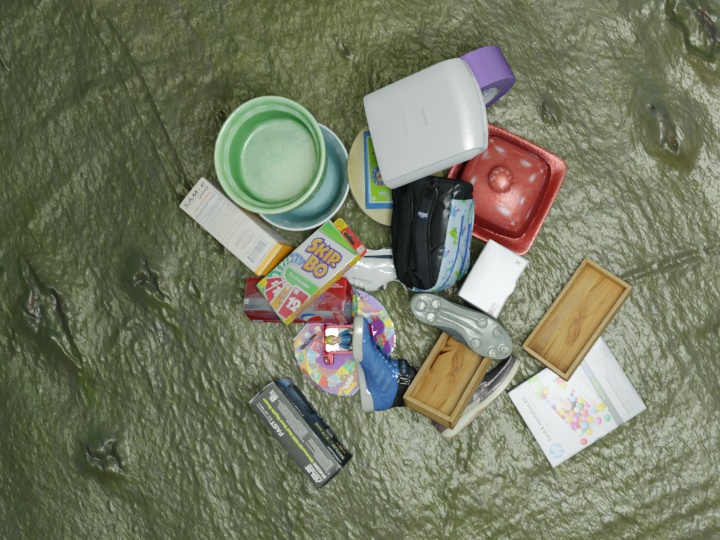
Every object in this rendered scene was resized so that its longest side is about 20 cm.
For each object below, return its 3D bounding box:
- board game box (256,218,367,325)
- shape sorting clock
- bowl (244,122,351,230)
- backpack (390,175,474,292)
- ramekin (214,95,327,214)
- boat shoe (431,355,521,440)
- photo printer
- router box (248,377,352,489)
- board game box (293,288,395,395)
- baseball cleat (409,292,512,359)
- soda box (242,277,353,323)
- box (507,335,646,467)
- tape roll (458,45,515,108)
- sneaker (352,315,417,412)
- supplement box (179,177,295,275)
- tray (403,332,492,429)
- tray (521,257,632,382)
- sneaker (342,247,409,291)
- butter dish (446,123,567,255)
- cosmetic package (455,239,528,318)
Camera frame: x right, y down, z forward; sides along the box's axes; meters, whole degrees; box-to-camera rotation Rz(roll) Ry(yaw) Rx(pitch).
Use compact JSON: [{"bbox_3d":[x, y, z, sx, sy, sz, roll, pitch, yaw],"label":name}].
[{"bbox_3d":[-0.087,-0.003,1.672,0.199,0.030,0.096,-41,63,-1],"label":"board game box"},{"bbox_3d":[0.063,-0.182,1.692,0.197,0.039,0.204,1,87,-27],"label":"shape sorting clock"},{"bbox_3d":[-0.107,-0.171,1.719,0.197,0.105,0.205,0,87,8],"label":"bowl"},{"bbox_3d":[0.126,-0.061,1.629,0.161,0.153,0.204,11,93,38],"label":"backpack"},{"bbox_3d":[-0.150,-0.196,1.624,0.196,0.098,0.204,0,88,8],"label":"ramekin"},{"bbox_3d":[0.207,0.221,1.679,0.065,0.072,0.200,44,100,2],"label":"boat shoe"},{"bbox_3d":[0.112,-0.245,1.522,0.197,0.069,0.170,-17,82,29],"label":"photo printer"},{"bbox_3d":[-0.105,0.290,1.677,0.062,0.150,0.201,-41,84,3],"label":"router box"},{"bbox_3d":[-0.032,0.135,1.728,0.158,0.039,0.200,43,94,7],"label":"board game box"},{"bbox_3d":[0.178,0.088,1.636,0.198,0.106,0.070,30,96,-3],"label":"baseball cleat"},{"bbox_3d":[-0.115,0.055,1.715,0.196,0.064,0.071,1,65,13],"label":"soda box"},{"bbox_3d":[0.388,0.233,1.669,0.198,0.041,0.157,-33,83,6],"label":"box"},{"bbox_3d":[0.175,-0.314,1.638,0.198,0.200,0.066,-30,84,5],"label":"tape roll"},{"bbox_3d":[0.046,0.165,1.673,0.109,0.077,0.203,-6,116,5],"label":"sneaker"},{"bbox_3d":[-0.226,-0.078,1.721,0.199,0.126,0.074,41,95,8],"label":"supplement box"},{"bbox_3d":[0.169,0.174,1.646,0.097,0.037,0.201,23,62,24],"label":"tray"},{"bbox_3d":[0.387,0.088,1.653,0.098,0.037,0.201,35,87,25],"label":"tray"},{"bbox_3d":[0.000,0.000,1.717,0.196,0.076,0.082,-1,96,9],"label":"sneaker"},{"bbox_3d":[0.250,-0.154,1.649,0.197,0.148,0.202,26,91,8],"label":"butter dish"},{"bbox_3d":[0.227,0.016,1.617,0.080,0.200,0.114,30,89,6],"label":"cosmetic package"}]
